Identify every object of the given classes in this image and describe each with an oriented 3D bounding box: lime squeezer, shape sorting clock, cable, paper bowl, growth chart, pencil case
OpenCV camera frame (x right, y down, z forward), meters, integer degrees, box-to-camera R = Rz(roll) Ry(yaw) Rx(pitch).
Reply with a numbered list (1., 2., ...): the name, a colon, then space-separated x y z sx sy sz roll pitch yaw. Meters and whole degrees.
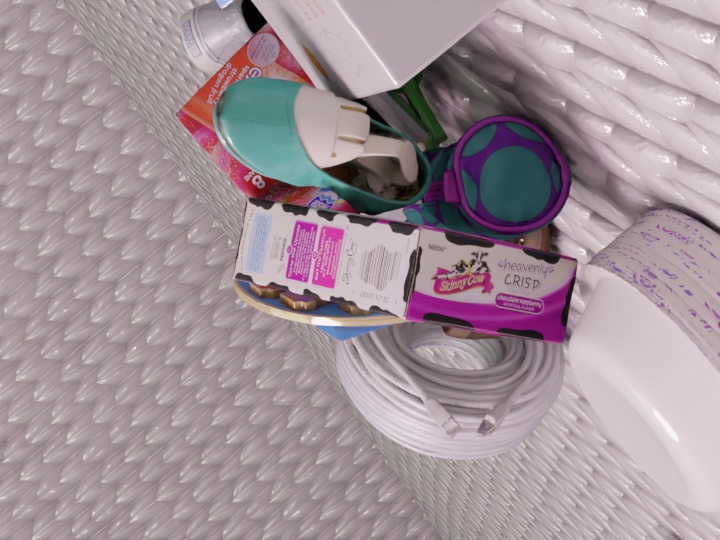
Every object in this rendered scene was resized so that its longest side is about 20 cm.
1. lime squeezer: 0.033 -0.135 1.315 0.200 0.038 0.071 -108 5 -79
2. shape sorting clock: 0.000 0.000 1.367 0.200 0.199 0.039 -142 42 -59
3. cable: 0.079 0.074 1.529 0.200 0.200 0.069 38 135 29
4. paper bowl: 0.207 0.068 1.090 0.201 0.104 0.201 52 172 10
5. growth chart: -0.030 -0.172 1.310 0.200 0.018 0.145 51 -172 21
6. pencil case: 0.084 -0.058 1.262 0.200 0.092 0.085 160 105 -80

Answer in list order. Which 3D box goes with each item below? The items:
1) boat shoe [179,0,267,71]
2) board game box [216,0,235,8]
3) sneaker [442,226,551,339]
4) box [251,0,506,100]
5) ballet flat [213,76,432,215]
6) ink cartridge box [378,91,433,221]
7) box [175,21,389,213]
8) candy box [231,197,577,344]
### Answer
1. boat shoe: -0.077 -0.207 1.477 0.201 0.071 0.070 -30 -79 -65
2. board game box: -0.115 -0.291 1.230 0.200 0.037 0.151 53 -147 -6
3. sneaker: 0.127 0.001 1.425 0.200 0.075 0.071 128 142 -64
4. box: -0.005 -0.197 1.083 0.152 0.106 0.200 52 172 -10
5. ballet flat: -0.013 -0.084 1.129 0.200 0.070 0.068 22 -117 -57
6. ink cartridge box: -0.005 -0.094 1.571 0.147 0.083 0.200 47 165 24
7. box: -0.042 -0.099 1.307 0.096 0.100 0.200 49 -173 15
8. candy box: 0.026 -0.002 1.163 0.136 0.061 0.200 10 180 -37
